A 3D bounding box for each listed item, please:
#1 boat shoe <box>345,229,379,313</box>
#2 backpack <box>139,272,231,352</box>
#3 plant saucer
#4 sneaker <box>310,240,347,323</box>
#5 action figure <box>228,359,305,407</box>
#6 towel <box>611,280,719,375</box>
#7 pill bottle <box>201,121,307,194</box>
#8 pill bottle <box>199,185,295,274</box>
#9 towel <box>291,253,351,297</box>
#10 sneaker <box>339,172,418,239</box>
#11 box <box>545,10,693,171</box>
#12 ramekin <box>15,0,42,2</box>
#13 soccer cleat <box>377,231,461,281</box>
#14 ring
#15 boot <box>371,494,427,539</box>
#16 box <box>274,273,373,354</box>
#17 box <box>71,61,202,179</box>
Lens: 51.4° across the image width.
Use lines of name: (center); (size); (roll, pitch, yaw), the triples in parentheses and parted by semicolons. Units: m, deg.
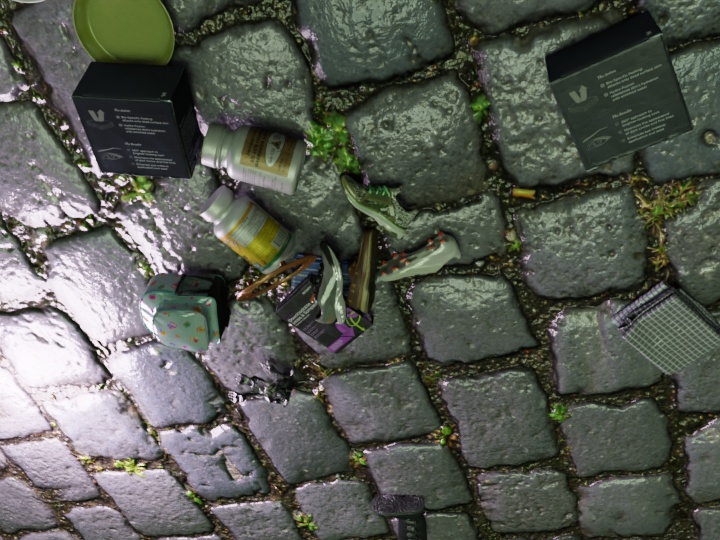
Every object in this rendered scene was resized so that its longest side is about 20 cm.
boat shoe: (0.000, 0.000, 1.697); (0.067, 0.072, 0.201); (13, 115, 14)
backpack: (-0.431, 0.098, 1.802); (0.199, 0.154, 0.177); (11, 134, 9)
plant saucer: (-0.450, -0.469, 1.440); (0.199, 0.031, 0.201); (5, 129, 6)
sneaker: (-0.077, 0.032, 1.697); (0.079, 0.074, 0.201); (-7, 108, -8)
action figure: (-0.243, 0.295, 1.954); (0.199, 0.102, 0.120); (6, 107, -46)
towel: (0.700, 0.135, 1.695); (0.200, 0.086, 0.166); (35, 124, -18)
pill bottle: (-0.217, -0.235, 1.532); (0.199, 0.115, 0.115); (15, 128, -3)
pill bottle: (-0.250, -0.092, 1.648); (0.200, 0.113, 0.113); (40, 123, -22)
towel: (-0.095, 0.049, 1.795); (0.144, 0.024, 0.201); (8, 130, 0)
sneaker: (0.042, -0.157, 1.591); (0.200, 0.077, 0.089); (36, 111, -24)
box: (0.463, -0.320, 1.350); (0.196, 0.118, 0.200); (-20, 123, 23)
ramekin: (-0.591, -0.590, 1.322); (0.199, 0.105, 0.201); (4, 129, 5)
soccer cleat: (0.131, -0.014, 1.681); (0.199, 0.070, 0.078); (-26, 124, 23)
ring: (-0.187, 0.012, 1.656); (0.200, 0.200, 0.019); (-32, 84, 28)
boot: (0.121, 0.772, 2.293); (0.164, 0.066, 0.201); (1, 132, 10)
box: (-0.088, 0.107, 1.804); (0.200, 0.036, 0.143); (35, 124, -20)
box: (-0.436, -0.297, 1.495); (0.195, 0.118, 0.201); (4, 140, 5)
